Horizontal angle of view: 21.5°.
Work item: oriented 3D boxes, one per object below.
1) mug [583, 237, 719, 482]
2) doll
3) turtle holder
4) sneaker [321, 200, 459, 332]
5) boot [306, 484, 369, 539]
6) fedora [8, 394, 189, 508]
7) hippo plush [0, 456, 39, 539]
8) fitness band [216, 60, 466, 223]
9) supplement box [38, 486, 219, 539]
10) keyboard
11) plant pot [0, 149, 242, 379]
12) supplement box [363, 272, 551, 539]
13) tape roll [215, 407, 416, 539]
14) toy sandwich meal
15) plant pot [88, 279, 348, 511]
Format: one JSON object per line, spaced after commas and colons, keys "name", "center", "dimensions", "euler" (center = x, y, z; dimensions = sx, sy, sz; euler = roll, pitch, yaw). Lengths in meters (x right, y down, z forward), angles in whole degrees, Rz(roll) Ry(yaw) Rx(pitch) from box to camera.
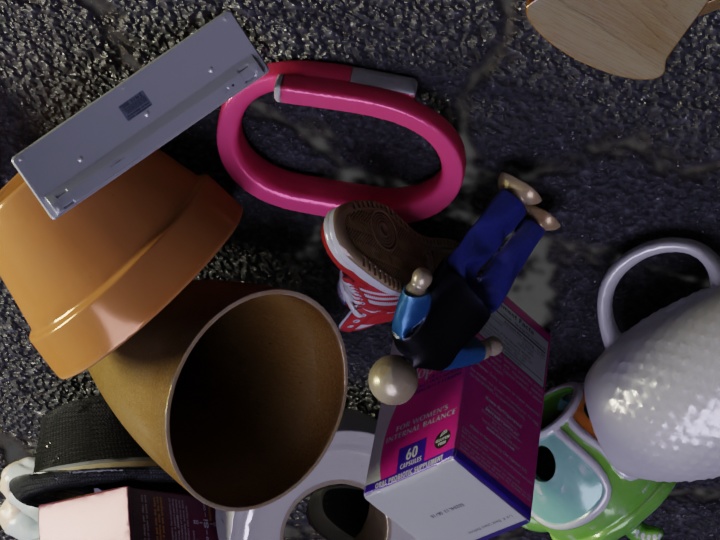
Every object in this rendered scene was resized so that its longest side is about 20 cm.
{"name": "mug", "center": [0.267, 0.070, 1.530], "dimensions": [0.175, 0.148, 0.201], "euler": [-23, 90, 21]}
{"name": "doll", "center": [0.079, 0.026, 1.490], "dimensions": [0.048, 0.200, 0.137], "euler": [30, 167, 42]}
{"name": "turtle holder", "center": [0.193, 0.169, 1.676], "dimensions": [0.132, 0.141, 0.185], "euler": [45, 162, -16]}
{"name": "sneaker", "center": [0.000, 0.000, 1.528], "dimensions": [0.112, 0.072, 0.200], "euler": [-14, 160, 30]}
{"name": "boot", "center": [0.007, 0.291, 1.886], "dimensions": [0.199, 0.073, 0.144], "euler": [28, 137, -22]}
{"name": "fedora", "center": [-0.227, 0.166, 1.765], "dimensions": [0.200, 0.092, 0.201], "euler": [-5, 165, -1]}
{"name": "hippo plush", "center": [-0.288, 0.293, 1.885], "dimensions": [0.200, 0.161, 0.159], "euler": [37, 132, -25]}
{"name": "fitness band", "center": [-0.015, -0.097, 1.490], "dimensions": [0.199, 0.038, 0.144], "euler": [10, 138, 3]}
{"name": "supplement box", "center": [-0.193, 0.258, 1.763], "dimensions": [0.110, 0.086, 0.200], "euler": [-14, 162, 29]}
{"name": "keyboard", "center": [-0.164, -0.117, 1.422], "dimensions": [0.200, 0.011, 0.056], "euler": [-35, 94, -5]}
{"name": "plant pot", "center": [-0.212, -0.032, 1.505], "dimensions": [0.200, 0.200, 0.140], "euler": [-32, 107, 38]}
{"name": "supplement box", "center": [0.084, 0.119, 1.581], "dimensions": [0.101, 0.201, 0.103], "euler": [-28, 124, 35]}
{"name": "tape roll", "center": [-0.032, 0.230, 1.743], "dimensions": [0.201, 0.071, 0.203], "euler": [-4, 106, -14]}
{"name": "toy sandwich meal", "center": [0.190, -0.223, 1.279], "dimensions": [0.204, 0.070, 0.206], "euler": [7, 138, 6]}
{"name": "plant pot", "center": [-0.144, 0.084, 1.603], "dimensions": [0.200, 0.187, 0.187], "euler": [19, 152, 47]}
